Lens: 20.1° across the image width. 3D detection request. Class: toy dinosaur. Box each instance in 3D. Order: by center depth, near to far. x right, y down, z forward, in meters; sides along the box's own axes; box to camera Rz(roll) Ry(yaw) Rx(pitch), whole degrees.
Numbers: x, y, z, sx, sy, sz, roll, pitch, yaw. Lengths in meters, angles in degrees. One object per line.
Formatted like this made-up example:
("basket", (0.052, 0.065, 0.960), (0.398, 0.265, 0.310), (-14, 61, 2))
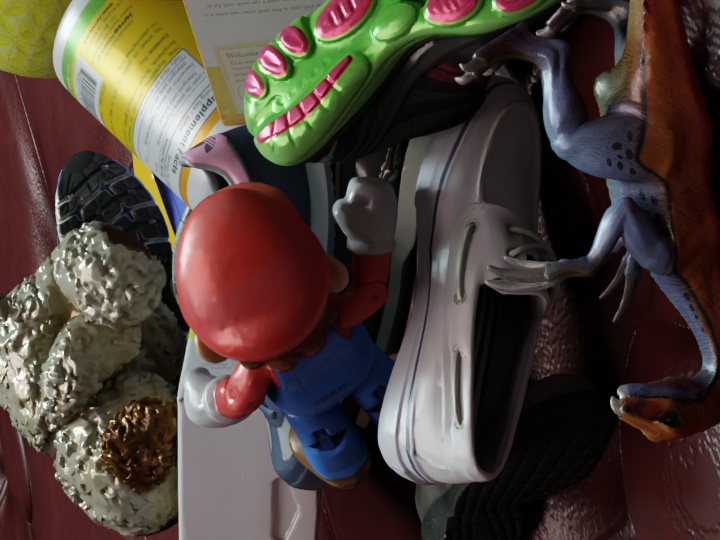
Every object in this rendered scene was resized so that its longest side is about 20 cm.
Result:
("toy dinosaur", (0.118, -0.027, 0.842), (0.182, 0.105, 0.200), (54, 141, 7))

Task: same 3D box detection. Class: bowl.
("bowl", (-0.179, -0.206, 1.429), (0.107, 0.201, 0.200), (33, 154, -4))

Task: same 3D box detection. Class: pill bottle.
("pill bottle", (-0.082, -0.095, 1.215), (0.200, 0.111, 0.111), (43, 144, 23))

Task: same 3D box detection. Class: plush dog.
("plush dog", (-0.169, 0.091, 1.301), (0.172, 0.160, 0.200), (57, 169, 19))

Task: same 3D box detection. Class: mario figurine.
("mario figurine", (-0.033, 0.019, 0.993), (0.106, 0.124, 0.200), (16, 155, 31))

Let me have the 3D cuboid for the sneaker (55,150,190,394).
("sneaker", (-0.166, 0.003, 1.463), (0.201, 0.078, 0.089), (66, 169, -25))

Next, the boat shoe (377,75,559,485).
("boat shoe", (0.066, 0.006, 0.969), (0.067, 0.073, 0.201), (4, 82, 47))

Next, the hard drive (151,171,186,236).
("hard drive", (-0.096, -0.108, 1.357), (0.200, 0.025, 0.133), (-37, 71, 57))

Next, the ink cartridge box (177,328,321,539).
("ink cartridge box", (-0.064, 0.092, 1.253), (0.200, 0.083, 0.146), (-89, 0, -64))

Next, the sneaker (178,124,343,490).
("sneaker", (-0.057, 0.022, 1.089), (0.070, 0.082, 0.201), (-175, 80, -66))

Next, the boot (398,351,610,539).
("boot", (0.058, 0.065, 1.063), (0.200, 0.067, 0.131), (120, 140, -58))

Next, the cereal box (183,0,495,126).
("cereal box", (-0.019, -0.159, 0.962), (0.201, 0.143, 0.040), (76, -167, -45))

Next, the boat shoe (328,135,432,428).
("boat shoe", (0.000, 0.000, 1.142), (0.072, 0.060, 0.202), (-67, -10, -55))

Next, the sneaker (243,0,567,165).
("sneaker", (0.035, -0.113, 0.939), (0.199, 0.084, 0.077), (-29, 68, 27))

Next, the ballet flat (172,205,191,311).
("ballet flat", (-0.094, 0.017, 1.377), (0.072, 0.072, 0.201), (-130, 24, -51))

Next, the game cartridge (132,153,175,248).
("game cartridge", (-0.123, -0.064, 1.500), (0.200, 0.032, 0.177), (30, 128, 59))
